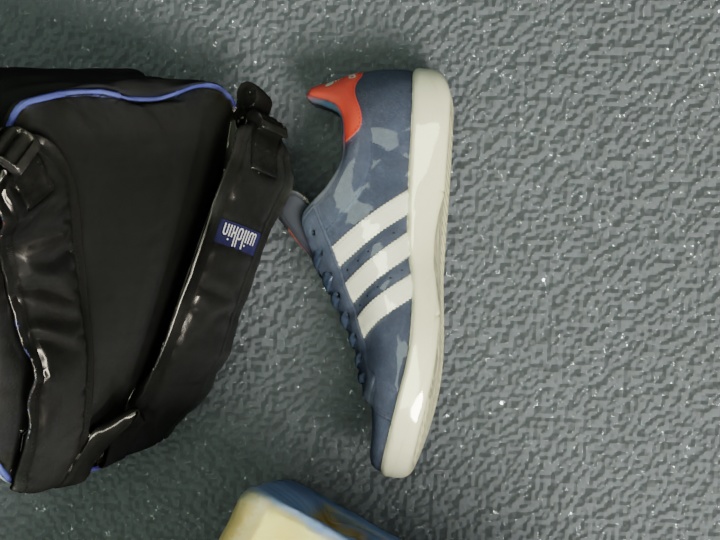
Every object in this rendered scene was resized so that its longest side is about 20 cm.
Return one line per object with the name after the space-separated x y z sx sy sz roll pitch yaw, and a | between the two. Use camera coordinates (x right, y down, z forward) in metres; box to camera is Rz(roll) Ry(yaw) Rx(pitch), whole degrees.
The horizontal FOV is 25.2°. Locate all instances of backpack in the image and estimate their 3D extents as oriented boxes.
-0.150 0.000 0.759 0.154 0.200 0.192 13 103 37 | backpack

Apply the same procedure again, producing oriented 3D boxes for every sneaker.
0.000 0.000 0.795 0.084 0.075 0.201 2 83 5 | sneaker

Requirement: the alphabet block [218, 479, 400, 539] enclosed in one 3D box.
-0.007 0.228 0.730 0.196 0.195 0.201 28 86 6 | alphabet block
